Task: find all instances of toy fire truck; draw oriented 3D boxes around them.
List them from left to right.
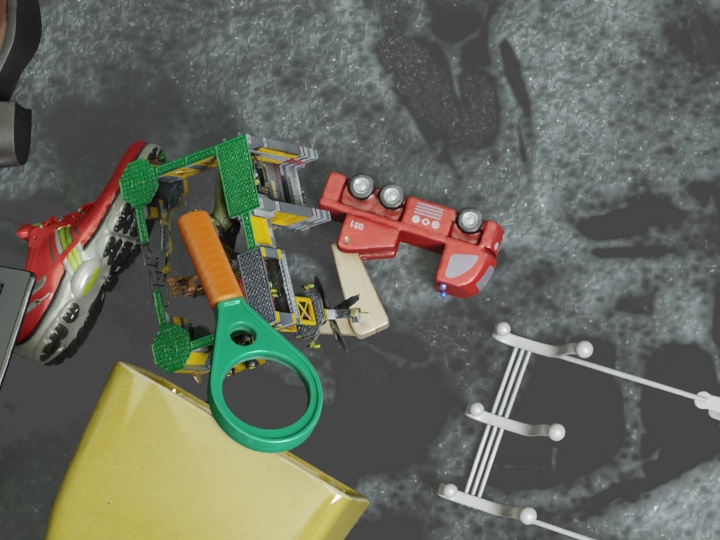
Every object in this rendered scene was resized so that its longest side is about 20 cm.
[{"bbox_3d":[0.000,0.000,1.764,0.200,0.049,0.141,18,79,7],"label":"toy fire truck"}]

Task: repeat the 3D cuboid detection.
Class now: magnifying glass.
[{"bbox_3d":[-0.088,0.042,1.604,0.080,0.022,0.200,-13,62,-21],"label":"magnifying glass"}]

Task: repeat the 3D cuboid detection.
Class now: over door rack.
[{"bbox_3d":[0.175,0.136,1.721,0.200,0.067,0.148,19,81,6],"label":"over door rack"}]

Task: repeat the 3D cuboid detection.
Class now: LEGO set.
[{"bbox_3d":[-0.088,-0.012,1.710,0.154,0.116,0.200,-28,71,27],"label":"LEGO set"}]

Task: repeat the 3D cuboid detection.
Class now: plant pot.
[{"bbox_3d":[-0.132,0.205,1.659,0.194,0.196,0.200,30,87,7],"label":"plant pot"}]

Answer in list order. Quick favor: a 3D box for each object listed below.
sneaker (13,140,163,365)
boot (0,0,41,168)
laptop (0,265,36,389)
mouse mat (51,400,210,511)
[{"bbox_3d":[-0.227,-0.025,1.770,0.085,0.077,0.200,29,79,16],"label":"sneaker"},{"bbox_3d":[-0.364,-0.171,1.822,0.200,0.068,0.188,1,86,10],"label":"boot"},{"bbox_3d":[-0.360,0.069,1.730,0.116,0.200,0.187,19,85,-27],"label":"laptop"},{"bbox_3d":[-0.128,0.221,1.748,0.161,0.008,0.200,-33,80,-4],"label":"mouse mat"}]
